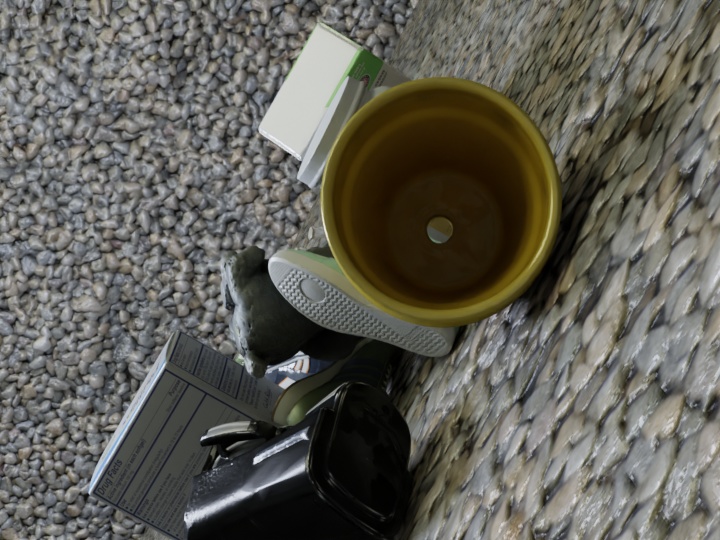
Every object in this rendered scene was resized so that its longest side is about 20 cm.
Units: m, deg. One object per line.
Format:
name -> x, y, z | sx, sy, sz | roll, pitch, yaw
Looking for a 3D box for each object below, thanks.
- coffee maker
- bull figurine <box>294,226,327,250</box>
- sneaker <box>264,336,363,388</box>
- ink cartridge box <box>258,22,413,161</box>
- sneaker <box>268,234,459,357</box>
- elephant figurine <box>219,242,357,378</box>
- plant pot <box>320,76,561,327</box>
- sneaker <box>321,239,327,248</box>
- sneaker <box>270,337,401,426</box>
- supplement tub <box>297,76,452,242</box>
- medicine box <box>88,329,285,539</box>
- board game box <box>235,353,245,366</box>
coffee maker -> -0.056, 0.217, 1.169 | 0.199, 0.134, 0.194 | -29, 53, 42
bull figurine -> 0.000, 0.000, 1.512 | 0.200, 0.120, 0.066 | -133, 58, -65
sneaker -> -0.042, 0.105, 1.499 | 0.078, 0.080, 0.199 | -36, 6, -36
ink cartridge box -> -0.006, -0.183, 1.536 | 0.199, 0.084, 0.146 | 20, -78, -55
sneaker -> 0.014, 0.004, 1.290 | 0.074, 0.198, 0.119 | 103, -170, -50
elephant figurine -> -0.043, 0.023, 1.371 | 0.141, 0.198, 0.157 | 158, 103, -76
plant pot -> 0.071, -0.047, 1.131 | 0.202, 0.199, 0.189 | -64, -7, -5
sneaker -> -0.053, 0.002, 1.639 | 0.201, 0.080, 0.074 | -67, -36, -53
sneaker -> -0.001, 0.138, 1.392 | 0.199, 0.090, 0.068 | -29, -34, -45
supplement tub -> 0.046, -0.107, 1.389 | 0.146, 0.198, 0.146 | -60, 9, 15
medicine box -> -0.167, 0.200, 1.423 | 0.183, 0.199, 0.103 | -57, 9, 16
board game box -> -0.111, 0.183, 1.622 | 0.200, 0.023, 0.106 | 50, -124, -51
